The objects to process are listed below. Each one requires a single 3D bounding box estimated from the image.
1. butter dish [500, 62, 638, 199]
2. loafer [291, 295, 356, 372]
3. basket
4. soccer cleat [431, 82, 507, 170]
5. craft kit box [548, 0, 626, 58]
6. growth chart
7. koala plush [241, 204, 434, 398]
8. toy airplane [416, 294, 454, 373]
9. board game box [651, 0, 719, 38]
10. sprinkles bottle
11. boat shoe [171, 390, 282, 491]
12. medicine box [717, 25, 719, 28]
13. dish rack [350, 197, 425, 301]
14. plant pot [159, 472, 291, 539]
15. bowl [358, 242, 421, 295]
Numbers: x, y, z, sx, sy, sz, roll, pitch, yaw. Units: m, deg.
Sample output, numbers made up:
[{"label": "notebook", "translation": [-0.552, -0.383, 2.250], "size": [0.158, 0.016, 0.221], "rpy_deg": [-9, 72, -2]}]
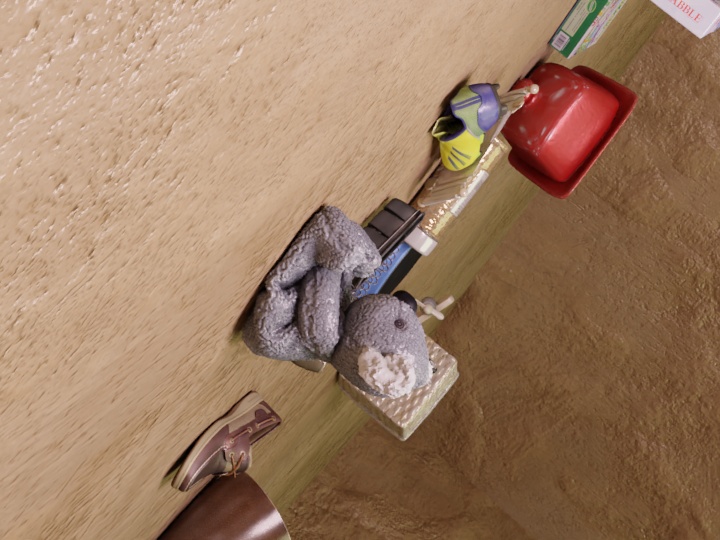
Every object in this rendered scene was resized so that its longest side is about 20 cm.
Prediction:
[{"label": "butter dish", "translation": [0.292, -0.245, 1.756], "size": [0.201, 0.147, 0.200], "rpy_deg": [-54, -148, 9]}, {"label": "loafer", "translation": [-0.043, 0.098, 1.630], "size": [0.075, 0.069, 0.200], "rpy_deg": [-56, 170, 31]}, {"label": "basket", "translation": [0.077, 0.219, 2.378], "size": [0.200, 0.198, 0.161], "rpy_deg": [-49, 167, -9]}, {"label": "soccer cleat", "translation": [0.121, -0.179, 1.429], "size": [0.083, 0.065, 0.200], "rpy_deg": [-16, 167, -14]}, {"label": "craft kit box", "translation": [0.390, -0.436, 1.773], "size": [0.201, 0.048, 0.197], "rpy_deg": [-56, 173, 29]}, {"label": "growth chart", "translation": [0.155, -0.170, 1.553], "size": [0.201, 0.018, 0.145], "rpy_deg": [-56, -161, -9]}, {"label": "koala plush", "translation": [-0.007, 0.065, 1.234], "size": [0.184, 0.200, 0.177], "rpy_deg": [-51, 172, 3]}, {"label": "toy airplane", "translation": [0.070, 0.118, 2.193], "size": [0.198, 0.141, 0.201], "rpy_deg": [0, -131, 50]}, {"label": "board game box", "translation": [0.345, -0.355, 1.338], "size": [0.041, 0.200, 0.199], "rpy_deg": [-54, 170, 24]}, {"label": "sprinkles bottle", "translation": [0.131, -0.118, 1.646], "size": [0.201, 0.068, 0.068], "rpy_deg": [-52, 172, 5]}, {"label": "boat shoe", "translation": [-0.175, 0.241, 1.528], "size": [0.200, 0.072, 0.072], "rpy_deg": [-41, 167, -52]}, {"label": "medicine box", "translation": [0.435, -0.443, 1.434], "size": [0.103, 0.200, 0.183], "rpy_deg": [-45, 170, -34]}, {"label": "dish rack", "translation": [0.000, 0.000, 1.501], "size": [0.153, 0.054, 0.200], "rpy_deg": [-45, 170, -34]}, {"label": "plant pot", "translation": [-0.239, 0.447, 1.801], "size": [0.199, 0.187, 0.187], "rpy_deg": [-30, 162, -28]}, {"label": "bowl", "translation": [0.058, -0.020, 1.780], "size": [0.201, 0.039, 0.201], "rpy_deg": [-50, 172, -10]}]
